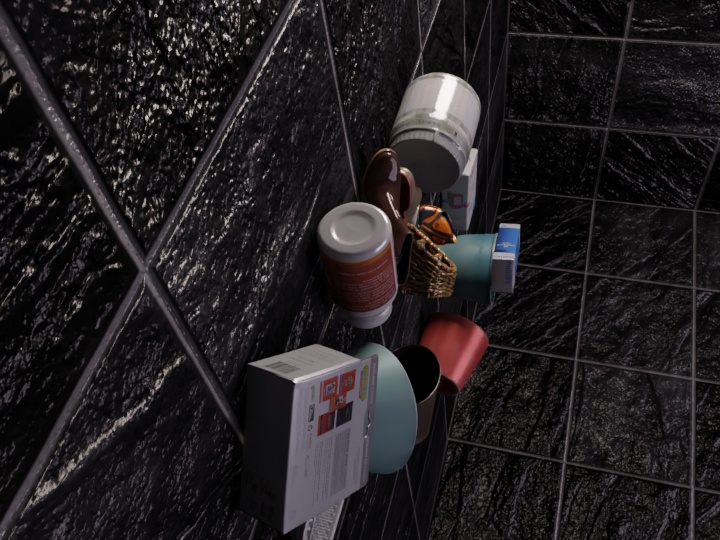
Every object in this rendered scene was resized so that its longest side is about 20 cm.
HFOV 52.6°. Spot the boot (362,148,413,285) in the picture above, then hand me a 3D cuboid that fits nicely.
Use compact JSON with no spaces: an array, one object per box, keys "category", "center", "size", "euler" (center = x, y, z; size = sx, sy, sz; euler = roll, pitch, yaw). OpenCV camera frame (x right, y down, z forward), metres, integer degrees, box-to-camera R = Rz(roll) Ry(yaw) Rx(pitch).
[{"category":"boot","center":[0.057,-0.092,1.233],"size":[0.166,0.072,0.200],"euler":[-133,-131,-59]}]

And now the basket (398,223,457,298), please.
[{"category":"basket","center":[0.141,-0.024,1.589],"size":[0.200,0.142,0.149],"euler":[-7,105,-75]}]

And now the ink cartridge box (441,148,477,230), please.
[{"category":"ink cartridge box","center":[0.292,-0.243,2.152],"size":[0.145,0.084,0.200],"euler":[-66,160,-46]}]

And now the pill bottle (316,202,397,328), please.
[{"category":"pill bottle","center":[0.000,0.000,1.131],"size":[0.200,0.112,0.112],"euler":[81,23,-50]}]

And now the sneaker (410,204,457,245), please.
[{"category":"sneaker","center":[0.169,-0.053,1.737],"size":[0.078,0.112,0.200],"euler":[-32,128,-71]}]

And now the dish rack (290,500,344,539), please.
[{"category":"dish rack","center":[-0.073,0.395,1.205],"size":[0.200,0.043,0.172],"euler":[80,22,-49]}]

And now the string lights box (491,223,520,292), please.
[{"category":"string lights box","center":[0.391,-0.036,1.955],"size":[0.200,0.059,0.103],"euler":[-62,153,-56]}]

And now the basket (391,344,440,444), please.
[{"category":"basket","center":[0.110,0.301,1.683],"size":[0.200,0.136,0.180],"euler":[89,21,-44]}]

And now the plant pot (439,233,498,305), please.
[{"category":"plant pot","center":[0.283,-0.012,2.035],"size":[0.200,0.188,0.201],"euler":[6,90,-75]}]

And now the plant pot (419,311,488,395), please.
[{"category":"plant pot","center":[0.247,0.246,2.078],"size":[0.201,0.200,0.178],"euler":[77,34,-54]}]

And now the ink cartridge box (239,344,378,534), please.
[{"category":"ink cartridge box","center":[-0.064,0.208,0.954],"size":[0.175,0.084,0.200],"euler":[-9,109,-52]}]

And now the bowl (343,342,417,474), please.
[{"category":"bowl","center":[-0.018,0.211,1.086],"size":[0.105,0.201,0.201],"euler":[-2,102,-37]}]

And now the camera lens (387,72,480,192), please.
[{"category":"camera lens","center":[0.144,-0.274,1.431],"size":[0.160,0.160,0.200],"euler":[78,25,-53]}]

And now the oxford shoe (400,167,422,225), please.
[{"category":"oxford shoe","center":[0.081,-0.150,1.389],"size":[0.075,0.070,0.200],"euler":[-50,168,-18]}]
